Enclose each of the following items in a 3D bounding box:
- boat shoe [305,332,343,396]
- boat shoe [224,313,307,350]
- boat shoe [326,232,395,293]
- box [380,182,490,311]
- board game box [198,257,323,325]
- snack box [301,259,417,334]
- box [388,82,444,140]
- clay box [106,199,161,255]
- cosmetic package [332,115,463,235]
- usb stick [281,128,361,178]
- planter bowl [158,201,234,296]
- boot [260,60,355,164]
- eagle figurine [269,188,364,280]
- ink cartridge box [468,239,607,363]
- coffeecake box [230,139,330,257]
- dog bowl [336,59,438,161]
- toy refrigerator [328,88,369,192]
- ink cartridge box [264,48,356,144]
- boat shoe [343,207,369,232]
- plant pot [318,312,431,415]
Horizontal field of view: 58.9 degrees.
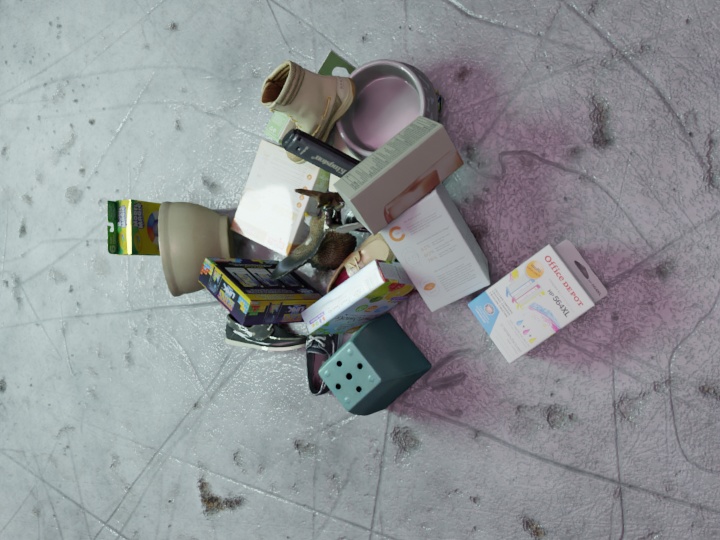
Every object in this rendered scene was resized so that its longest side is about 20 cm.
[{"bbox_3d":[-0.082,0.155,1.306,0.071,0.068,0.203,6,92,21],"label":"boat shoe"},{"bbox_3d":[-0.202,0.131,1.352,0.198,0.072,0.069,7,97,24],"label":"boat shoe"},{"bbox_3d":[0.000,0.000,1.233,0.074,0.069,0.200,46,133,5],"label":"boat shoe"},{"bbox_3d":[0.134,-0.048,1.159,0.123,0.098,0.201,-27,111,20],"label":"box"},{"bbox_3d":[-0.191,0.039,1.257,0.165,0.199,0.057,39,113,35],"label":"board game box"},{"bbox_3d":[0.005,0.055,1.212,0.199,0.142,0.053,-35,66,28],"label":"snack box"},{"bbox_3d":[0.095,-0.251,1.232,0.064,0.070,0.202,20,98,20],"label":"box"},{"bbox_3d":[-0.464,-0.090,1.387,0.047,0.200,0.117,-1,91,21],"label":"clay box"},{"bbox_3d":[0.064,-0.165,1.096,0.199,0.103,0.088,-37,120,-1],"label":"cosmetic package"},{"bbox_3d":[-0.050,-0.201,1.170,0.055,0.199,0.033,-27,48,48],"label":"usb stick"},{"bbox_3d":[-0.340,-0.053,1.358,0.133,0.200,0.203,-7,88,-6],"label":"planter bowl"},{"bbox_3d":[-0.119,-0.280,1.147,0.200,0.154,0.073,-44,57,37],"label":"boot"},{"bbox_3d":[-0.079,-0.060,1.237,0.150,0.151,0.202,15,112,-8],"label":"eagle figurine"},{"bbox_3d":[0.313,0.048,1.117,0.200,0.125,0.129,-39,77,18],"label":"ink cartridge box"},{"bbox_3d":[-0.164,-0.149,1.334,0.152,0.073,0.202,25,99,20],"label":"coffeecake box"},{"bbox_3d":[0.042,-0.294,1.181,0.198,0.059,0.203,0,90,20],"label":"dog bowl"},{"bbox_3d":[-0.013,-0.252,1.272,0.069,0.076,0.203,8,94,21],"label":"toy refrigerator"},{"bbox_3d":[-0.089,-0.332,1.264,0.048,0.145,0.201,36,103,24],"label":"ink cartridge box"},{"bbox_3d":[0.056,-0.098,1.241,0.197,0.068,0.074,0,123,17],"label":"boat shoe"},{"bbox_3d":[0.016,0.185,1.197,0.141,0.200,0.142,-44,76,16],"label":"plant pot"}]
